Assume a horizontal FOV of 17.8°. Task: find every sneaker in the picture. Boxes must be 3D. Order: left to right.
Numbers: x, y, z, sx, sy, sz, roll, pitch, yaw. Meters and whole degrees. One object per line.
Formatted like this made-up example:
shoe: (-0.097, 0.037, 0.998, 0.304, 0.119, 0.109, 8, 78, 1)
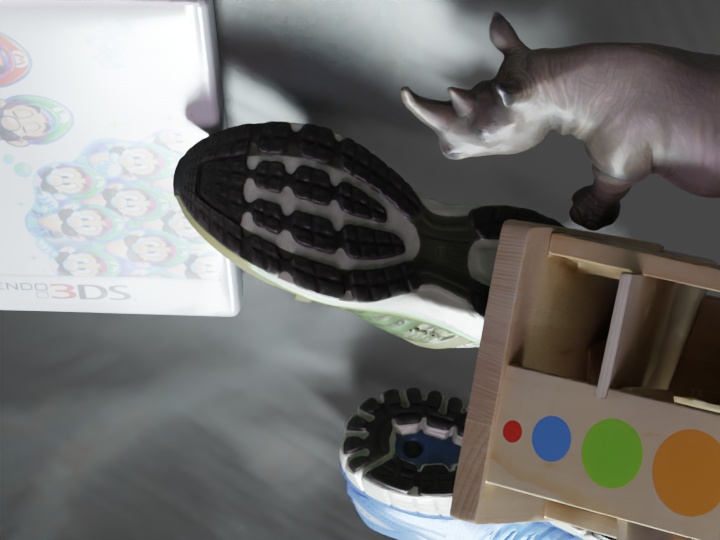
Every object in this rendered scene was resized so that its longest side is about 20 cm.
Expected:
sneaker: (0.000, 0.000, 1.006, 0.199, 0.077, 0.089, 21, 152, -24)
sneaker: (0.088, 0.114, 1.138, 0.199, 0.079, 0.089, 12, 147, 5)

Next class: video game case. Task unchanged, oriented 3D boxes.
video game case: (-0.148, -0.052, 0.998, 0.181, 0.024, 0.201, 2, 139, 4)

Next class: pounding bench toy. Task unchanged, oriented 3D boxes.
pounding bench toy: (0.163, 0.060, 0.971, 0.155, 0.125, 0.200, 12, -177, 33)

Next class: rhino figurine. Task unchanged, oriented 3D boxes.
rhino figurine: (0.113, -0.059, 0.931, 0.199, 0.060, 0.088, 9, 146, -8)
